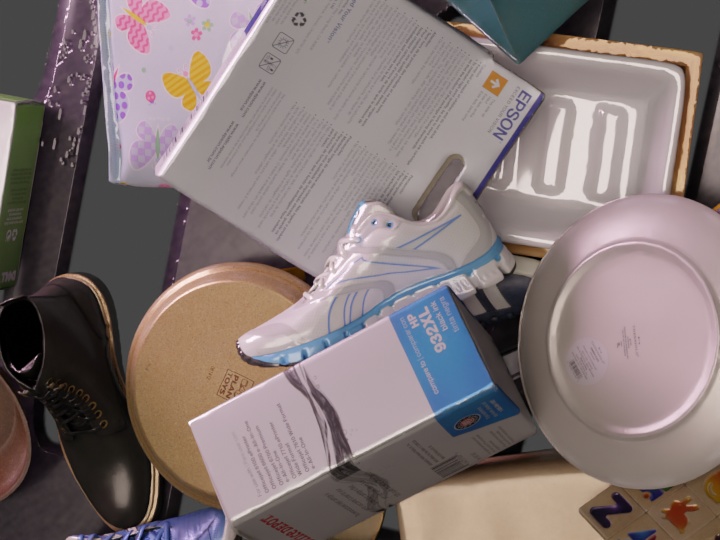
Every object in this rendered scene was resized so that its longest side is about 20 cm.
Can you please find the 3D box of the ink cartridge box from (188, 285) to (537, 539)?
[{"bbox_3d":[0.003,0.107,1.602,0.200,0.145,0.084,-28,70,6],"label":"ink cartridge box"}]

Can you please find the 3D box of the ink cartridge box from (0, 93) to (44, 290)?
[{"bbox_3d":[-0.314,-0.041,1.810,0.104,0.059,0.200,11,96,13],"label":"ink cartridge box"}]

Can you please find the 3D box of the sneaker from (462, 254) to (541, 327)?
[{"bbox_3d":[0.073,0.027,1.697,0.200,0.075,0.085,8,88,5],"label":"sneaker"}]

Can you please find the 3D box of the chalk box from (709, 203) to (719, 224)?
[{"bbox_3d":[0.339,0.008,1.590,0.124,0.125,0.200,-33,82,-26],"label":"chalk box"}]

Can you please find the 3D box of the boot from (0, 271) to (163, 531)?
[{"bbox_3d":[-0.217,0.106,1.754,0.077,0.138,0.200,-20,89,14],"label":"boot"}]

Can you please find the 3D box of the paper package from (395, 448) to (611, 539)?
[{"bbox_3d":[0.140,0.225,1.689,0.200,0.103,0.191,-7,92,14],"label":"paper package"}]

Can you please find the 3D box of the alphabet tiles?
[{"bbox_3d":[0.233,0.138,1.601,0.167,0.008,0.200,-34,52,-14],"label":"alphabet tiles"}]

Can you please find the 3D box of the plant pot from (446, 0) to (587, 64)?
[{"bbox_3d":[0.127,-0.279,1.623,0.200,0.141,0.141,-39,52,-7],"label":"plant pot"}]

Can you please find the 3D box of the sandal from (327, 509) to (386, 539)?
[{"bbox_3d":[-0.023,0.206,1.716,0.080,0.054,0.200,6,103,3],"label":"sandal"}]

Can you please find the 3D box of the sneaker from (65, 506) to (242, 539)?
[{"bbox_3d":[-0.179,0.230,1.772,0.200,0.076,0.077,-30,130,12],"label":"sneaker"}]

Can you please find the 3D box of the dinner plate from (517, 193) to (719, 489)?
[{"bbox_3d":[0.187,0.047,1.587,0.200,0.024,0.201,-5,81,36],"label":"dinner plate"}]

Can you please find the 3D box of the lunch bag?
[{"bbox_3d":[-0.094,-0.166,1.714,0.169,0.127,0.200,0,104,15],"label":"lunch bag"}]

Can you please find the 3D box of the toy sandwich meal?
[{"bbox_3d":[-0.076,0.083,1.756,0.205,0.070,0.206,1,92,17],"label":"toy sandwich meal"}]

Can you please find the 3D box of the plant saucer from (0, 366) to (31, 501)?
[{"bbox_3d":[-0.336,0.097,1.799,0.200,0.037,0.201,11,130,14],"label":"plant saucer"}]

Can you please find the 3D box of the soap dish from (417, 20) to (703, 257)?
[{"bbox_3d":[0.136,-0.089,1.681,0.200,0.081,0.158,9,95,14],"label":"soap dish"}]

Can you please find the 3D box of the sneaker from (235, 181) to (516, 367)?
[{"bbox_3d":[0.000,0.000,1.611,0.200,0.075,0.087,-25,100,-8],"label":"sneaker"}]

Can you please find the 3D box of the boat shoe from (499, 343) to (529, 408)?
[{"bbox_3d":[0.145,0.077,1.697,0.200,0.070,0.066,-25,91,15],"label":"boat shoe"}]

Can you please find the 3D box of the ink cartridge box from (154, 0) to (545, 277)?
[{"bbox_3d":[-0.007,-0.097,1.635,0.200,0.041,0.200,33,98,-13],"label":"ink cartridge box"}]
